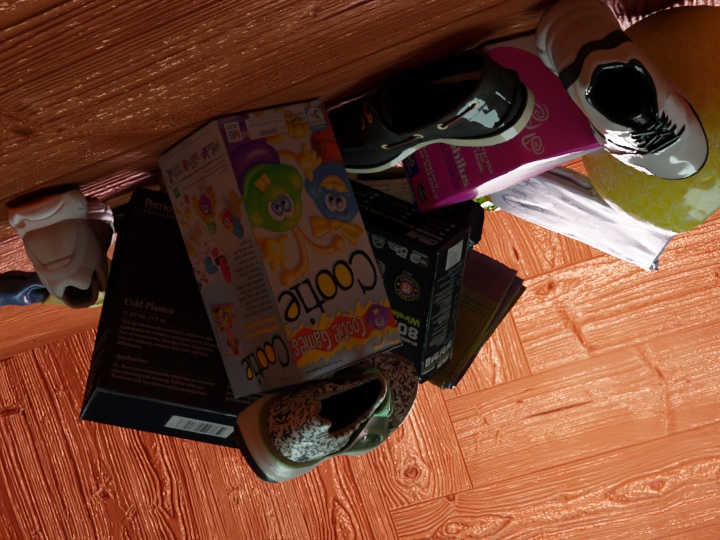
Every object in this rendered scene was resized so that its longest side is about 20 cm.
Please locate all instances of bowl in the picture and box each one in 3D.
[{"bbox_3d":[0.240,-0.138,0.979,0.107,0.201,0.200,10,170,-16],"label":"bowl"}]

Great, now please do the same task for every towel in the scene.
[{"bbox_3d":[0.053,0.025,1.167,0.144,0.200,0.023,-56,151,-14],"label":"towel"}]

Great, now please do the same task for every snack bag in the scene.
[{"bbox_3d":[0.223,-0.062,1.154,0.200,0.021,0.189,24,172,11],"label":"snack bag"}]

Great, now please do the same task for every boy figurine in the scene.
[{"bbox_3d":[-0.277,0.005,1.092,0.200,0.065,0.124,-10,-174,-16],"label":"boy figurine"}]

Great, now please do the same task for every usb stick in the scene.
[{"bbox_3d":[0.035,-0.034,1.126,0.200,0.056,0.033,-8,145,42],"label":"usb stick"}]

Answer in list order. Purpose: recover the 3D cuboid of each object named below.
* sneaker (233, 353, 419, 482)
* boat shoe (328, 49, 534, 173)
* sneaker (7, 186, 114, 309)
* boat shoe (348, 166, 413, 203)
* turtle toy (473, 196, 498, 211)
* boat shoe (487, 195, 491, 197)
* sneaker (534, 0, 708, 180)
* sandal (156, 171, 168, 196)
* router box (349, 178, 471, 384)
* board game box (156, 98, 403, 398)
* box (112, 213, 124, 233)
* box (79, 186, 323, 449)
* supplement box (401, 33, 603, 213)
[{"bbox_3d":[-0.001,0.104,0.868,0.089,0.077,0.200,-28,176,37],"label":"sneaker"},{"bbox_3d":[0.034,-0.124,0.876,0.201,0.074,0.063,-6,151,42],"label":"boat shoe"},{"bbox_3d":[-0.246,-0.011,0.969,0.076,0.092,0.200,-17,179,-2],"label":"sneaker"},{"bbox_3d":[0.007,-0.094,1.186,0.200,0.063,0.073,9,-160,-13],"label":"boat shoe"},{"bbox_3d":[0.153,-0.126,1.512,0.200,0.101,0.146,-18,179,38],"label":"turtle toy"},{"bbox_3d":[0.166,-0.156,1.205,0.071,0.091,0.200,19,160,2],"label":"boat shoe"},{"bbox_3d":[0.199,-0.114,0.831,0.074,0.080,0.200,-41,132,19],"label":"sneaker"},{"bbox_3d":[-0.082,-0.075,1.027,0.211,0.070,0.078,-17,179,-37],"label":"sandal"},{"bbox_3d":[0.000,0.000,1.094,0.200,0.150,0.062,24,-143,27],"label":"router box"},{"bbox_3d":[-0.063,-0.016,0.883,0.103,0.200,0.105,-17,179,-37],"label":"board game box"},{"bbox_3d":[-0.158,-0.059,1.174,0.163,0.021,0.200,-7,-177,21],"label":"box"},{"bbox_3d":[-0.121,0.049,0.982,0.200,0.182,0.104,14,155,-16],"label":"box"},{"bbox_3d":[0.116,-0.125,0.974,0.103,0.101,0.200,-17,178,-24],"label":"supplement box"}]
